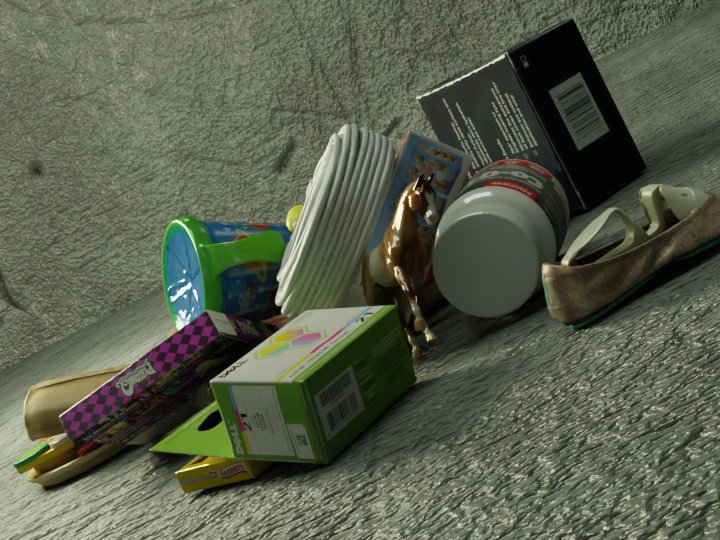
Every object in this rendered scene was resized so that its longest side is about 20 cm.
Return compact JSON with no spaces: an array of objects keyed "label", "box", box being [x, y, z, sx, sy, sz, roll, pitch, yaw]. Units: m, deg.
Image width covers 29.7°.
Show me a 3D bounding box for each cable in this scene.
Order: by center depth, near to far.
[{"label":"cable","box":[-0.026,-0.043,1.330,0.200,0.069,0.201,118,171,-51]}]

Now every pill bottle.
[{"label":"pill bottle","box":[0.132,-0.032,1.275,0.113,0.114,0.200,-26,8,19]}]

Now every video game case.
[{"label":"video game case","box":[-0.193,0.118,1.440,0.200,0.036,0.181,-35,-17,12]}]

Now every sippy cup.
[{"label":"sippy cup","box":[-0.134,0.004,1.482,0.130,0.141,0.178,-8,22,-27]}]

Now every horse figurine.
[{"label":"horse figurine","box":[0.036,0.012,1.221,0.050,0.133,0.200,-7,-19,-12]}]

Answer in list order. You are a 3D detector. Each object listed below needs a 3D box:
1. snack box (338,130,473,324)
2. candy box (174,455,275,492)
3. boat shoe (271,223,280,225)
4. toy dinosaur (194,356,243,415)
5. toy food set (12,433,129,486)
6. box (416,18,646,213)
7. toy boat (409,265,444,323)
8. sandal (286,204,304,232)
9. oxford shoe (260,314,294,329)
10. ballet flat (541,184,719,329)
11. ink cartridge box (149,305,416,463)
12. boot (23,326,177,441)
[{"label":"snack box","box":[0.043,-0.034,1.358,0.024,0.072,0.201,-174,106,-86]},{"label":"candy box","box":[-0.070,0.136,1.239,0.102,0.027,0.200,-17,14,43]},{"label":"boat shoe","box":[-0.108,0.034,1.631,0.073,0.074,0.201,-47,-26,-42]},{"label":"toy dinosaur","box":[-0.130,0.118,1.390,0.102,0.077,0.200,-17,6,-26]},{"label":"toy food set","box":[-0.324,0.198,1.661,0.199,0.049,0.198,-27,8,11]},{"label":"box","box":[0.198,-0.164,1.600,0.117,0.197,0.200,-32,8,-30]},{"label":"toy boat","box":[0.000,0.000,1.483,0.130,0.131,0.200,-33,9,-35]},{"label":"sandal","box":[0.008,-0.029,1.602,0.087,0.080,0.199,-16,-24,40]},{"label":"oxford shoe","box":[-0.072,0.071,1.588,0.199,0.058,0.075,-15,-14,-39]},{"label":"ballet flat","box":[0.229,-0.028,1.078,0.199,0.068,0.068,-30,8,-16]},{"label":"ink cartridge box","box":[-0.076,0.096,1.162,0.199,0.076,0.148,-3,21,36]},{"label":"boot","box":[-0.290,0.127,1.619,0.199,0.067,0.175,-13,18,2]}]
